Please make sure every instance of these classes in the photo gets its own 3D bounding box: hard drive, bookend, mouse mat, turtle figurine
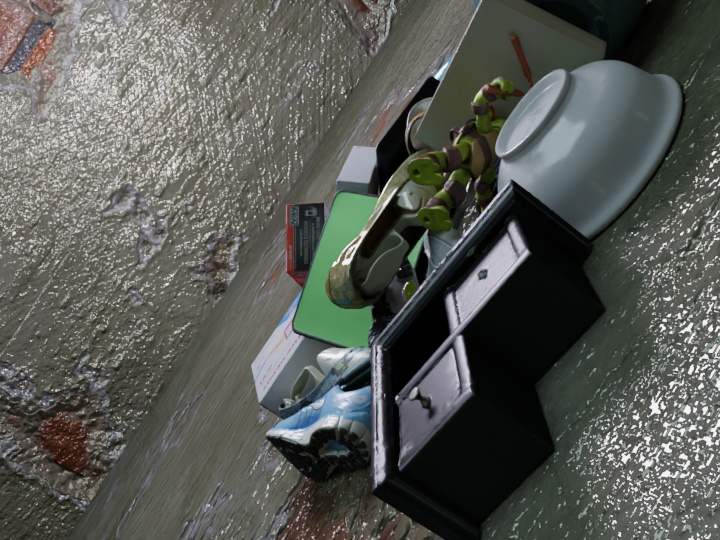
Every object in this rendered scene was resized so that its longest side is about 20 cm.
[{"bbox_3d":[0.077,-0.185,1.211,0.140,0.033,0.200,-53,-13,-12],"label":"hard drive"},{"bbox_3d":[0.100,0.064,0.616,0.199,0.091,0.201,-51,15,21],"label":"bookend"},{"bbox_3d":[0.000,0.000,1.014,0.159,0.008,0.203,13,80,34],"label":"mouse mat"},{"bbox_3d":[0.112,-0.124,0.810,0.161,0.064,0.202,-40,-37,-34],"label":"turtle figurine"}]

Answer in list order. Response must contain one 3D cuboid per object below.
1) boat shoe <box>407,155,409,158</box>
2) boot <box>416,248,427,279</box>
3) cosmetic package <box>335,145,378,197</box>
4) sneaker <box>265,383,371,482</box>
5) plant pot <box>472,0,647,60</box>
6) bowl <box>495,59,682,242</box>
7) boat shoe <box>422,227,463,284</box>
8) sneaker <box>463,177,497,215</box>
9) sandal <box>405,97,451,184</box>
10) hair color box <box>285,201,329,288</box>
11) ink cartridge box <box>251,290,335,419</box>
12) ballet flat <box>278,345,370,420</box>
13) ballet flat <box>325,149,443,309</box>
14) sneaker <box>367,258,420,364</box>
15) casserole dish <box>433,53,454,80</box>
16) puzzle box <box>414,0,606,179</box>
[{"bbox_3d":[0.117,-0.157,1.109,0.200,0.073,0.063,-47,14,38],"label":"boat shoe"},{"bbox_3d":[0.033,-0.022,1.121,0.200,0.067,0.191,141,145,-70],"label":"boot"},{"bbox_3d":[-0.004,-0.087,1.189,0.201,0.051,0.153,-74,-13,-67],"label":"cosmetic package"},{"bbox_3d":[-0.032,0.177,0.903,0.199,0.079,0.090,-24,24,52],"label":"sneaker"},{"bbox_3d":[0.206,-0.281,0.842,0.200,0.198,0.136,-40,26,49],"label":"plant pot"},{"bbox_3d":[0.188,-0.119,0.739,0.202,0.090,0.202,-52,13,17],"label":"bowl"},{"bbox_3d":[0.095,0.002,0.826,0.072,0.070,0.201,-53,15,1],"label":"boat shoe"},{"bbox_3d":[0.172,-0.168,0.979,0.202,0.059,0.104,-61,10,5],"label":"sneaker"},{"bbox_3d":[0.086,-0.167,1.031,0.079,0.054,0.202,-17,41,24],"label":"sandal"},{"bbox_3d":[-0.063,-0.025,1.213,0.200,0.060,0.103,61,-153,-74],"label":"hair color box"},{"bbox_3d":[-0.079,0.122,1.134,0.146,0.084,0.200,-56,14,0],"label":"ink cartridge box"},{"bbox_3d":[-0.040,0.136,0.972,0.200,0.074,0.075,-47,16,31],"label":"ballet flat"},{"bbox_3d":[0.039,-0.042,0.831,0.201,0.070,0.071,-53,12,-14],"label":"ballet flat"},{"bbox_3d":[0.052,0.067,0.837,0.076,0.080,0.202,-19,43,13],"label":"sneaker"},{"bbox_3d":[0.140,-0.281,1.267,0.120,0.039,0.200,-17,-23,-49],"label":"casserole dish"},{"bbox_3d":[0.149,-0.186,0.843,0.201,0.131,0.026,119,175,-51],"label":"puzzle box"}]
